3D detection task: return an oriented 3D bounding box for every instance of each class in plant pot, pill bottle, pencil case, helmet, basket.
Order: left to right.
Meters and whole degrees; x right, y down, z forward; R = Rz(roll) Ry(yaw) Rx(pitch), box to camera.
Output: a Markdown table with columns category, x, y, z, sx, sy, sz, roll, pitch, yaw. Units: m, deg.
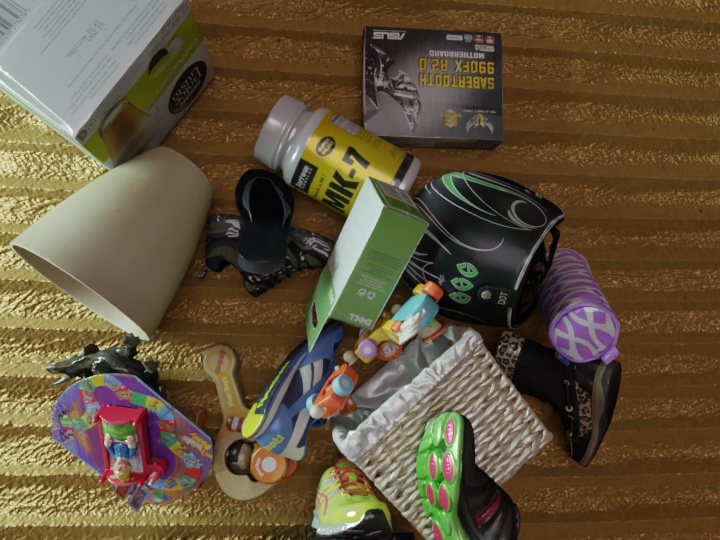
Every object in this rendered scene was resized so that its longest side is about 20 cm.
| category | x | y | z | sx | sy | sz | roll | pitch | yaw |
| --- | --- | --- | --- | --- | --- | --- | --- | --- | --- |
| plant pot | -0.278 | -0.049 | 0.727 | 0.187 | 0.187 | 0.201 | 32 | 67 | -2 |
| pill bottle | -0.031 | -0.141 | 0.781 | 0.199 | 0.114 | 0.115 | 28 | 82 | -2 |
| basket | 0.084 | 0.187 | 0.718 | 0.200 | 0.198 | 0.161 | -39 | 91 | -9 |
| helmet | 0.137 | -0.032 | 0.742 | 0.190 | 0.200 | 0.201 | 26 | 81 | 27 |
| pencil case | 0.273 | 0.039 | 0.753 | 0.085 | 0.200 | 0.084 | 32 | 116 | -5 |

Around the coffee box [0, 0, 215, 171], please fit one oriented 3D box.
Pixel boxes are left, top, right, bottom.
| category | x | y | z | sx | sy | sz | roll | pitch | yaw |
| --- | --- | --- | --- | --- | --- | --- | --- | --- | --- |
| coffee box | -0.327 | -0.262 | 0.719 | 0.200 | 0.198 | 0.200 | 36 | 82 | 0 |

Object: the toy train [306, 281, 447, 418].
| category | x | y | z | sx | sy | sz | roll | pitch | yaw |
| --- | --- | --- | --- | --- | --- | --- | --- | --- | --- |
| toy train | 0.027 | 0.099 | 0.667 | 0.056 | 0.150 | 0.200 | 43 | 126 | -8 |

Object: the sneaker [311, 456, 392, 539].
| category | x | y | z | sx | sy | sz | roll | pitch | yaw |
| --- | --- | --- | --- | --- | --- | --- | --- | --- | --- |
| sneaker | -0.017 | 0.268 | 0.704 | 0.078 | 0.200 | 0.091 | 10 | 71 | -17 |

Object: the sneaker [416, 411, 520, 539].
| category | x | y | z | sx | sy | sz | roll | pitch | yaw |
| --- | --- | --- | --- | --- | --- | --- | --- | --- | --- |
| sneaker | 0.113 | 0.236 | 0.598 | 0.083 | 0.077 | 0.201 | -14 | 96 | -26 |

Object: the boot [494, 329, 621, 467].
| category | x | y | z | sx | sy | sz | roll | pitch | yaw |
| --- | --- | --- | --- | --- | --- | --- | --- | --- | --- |
| boot | 0.255 | 0.167 | 0.786 | 0.150 | 0.201 | 0.073 | 20 | 53 | 30 |

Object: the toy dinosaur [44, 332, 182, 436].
| category | x | y | z | sx | sy | sz | roll | pitch | yaw |
| --- | --- | --- | --- | --- | --- | --- | --- | --- | --- |
| toy dinosaur | -0.286 | 0.140 | 0.744 | 0.199 | 0.102 | 0.077 | 32 | 57 | -12 |

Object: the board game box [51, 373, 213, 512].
| category | x | y | z | sx | sy | sz | roll | pitch | yaw |
| --- | --- | --- | --- | --- | --- | --- | --- | --- | --- |
| board game box | -0.277 | 0.215 | 0.704 | 0.158 | 0.039 | 0.200 | -38 | 108 | 19 |

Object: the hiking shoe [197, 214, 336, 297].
| category | x | y | z | sx | sy | sz | roll | pitch | yaw |
| --- | --- | --- | --- | --- | --- | --- | --- | --- | --- |
| hiking shoe | -0.112 | -0.011 | 0.787 | 0.199 | 0.076 | 0.101 | 12 | 91 | 5 |

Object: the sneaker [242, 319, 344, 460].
| category | x | y | z | sx | sy | sz | roll | pitch | yaw |
| --- | --- | --- | --- | --- | --- | --- | --- | --- | --- |
| sneaker | -0.066 | 0.147 | 0.743 | 0.082 | 0.074 | 0.200 | 41 | 51 | -9 |

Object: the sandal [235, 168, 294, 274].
| category | x | y | z | sx | sy | sz | roll | pitch | yaw |
| --- | --- | --- | --- | --- | --- | --- | --- | --- | --- |
| sandal | -0.117 | -0.075 | 0.736 | 0.076 | 0.043 | 0.201 | -2 | 40 | -12 |

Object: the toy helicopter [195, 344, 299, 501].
| category | x | y | z | sx | sy | sz | roll | pitch | yaw |
| --- | --- | --- | --- | --- | --- | --- | --- | --- | --- |
| toy helicopter | -0.168 | 0.196 | 0.764 | 0.132 | 0.079 | 0.201 | -20 | 76 | 1 |

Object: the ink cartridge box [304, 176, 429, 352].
| category | x | y | z | sx | sy | sz | roll | pitch | yaw |
| --- | --- | --- | --- | --- | --- | --- | --- | --- | --- |
| ink cartridge box | 0.000 | 0.000 | 0.705 | 0.059 | 0.104 | 0.201 | 20 | 111 | -19 |

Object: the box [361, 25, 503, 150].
| category | x | y | z | sx | sy | sz | roll | pitch | yaw |
| --- | --- | --- | --- | --- | --- | --- | --- | --- | --- |
| box | 0.100 | -0.257 | 0.839 | 0.199 | 0.048 | 0.159 | 1 | 83 | -5 |

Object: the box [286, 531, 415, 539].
| category | x | y | z | sx | sy | sz | roll | pitch | yaw |
| --- | --- | --- | --- | --- | --- | --- | --- | --- | --- |
| box | -0.026 | 0.413 | 0.694 | 0.199 | 0.124 | 0.149 | -1 | 113 | -7 |
